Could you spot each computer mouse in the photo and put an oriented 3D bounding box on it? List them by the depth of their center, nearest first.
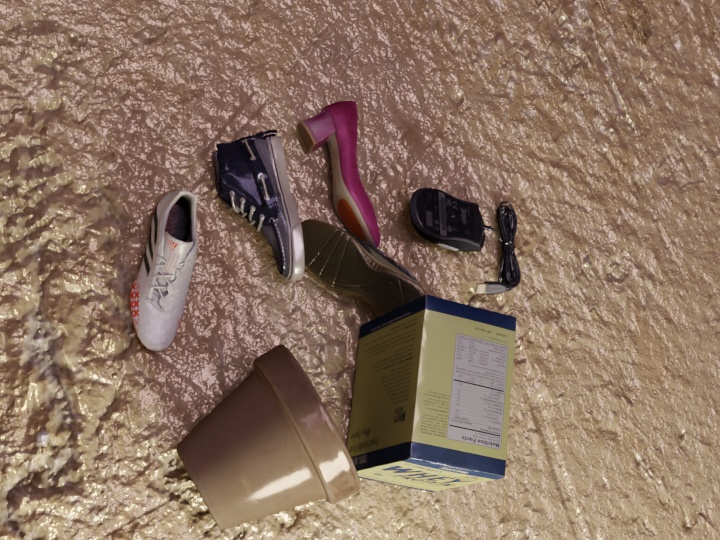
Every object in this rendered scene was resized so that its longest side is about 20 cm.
[{"bbox_3d":[0.140,-0.034,1.787,0.198,0.046,0.143,7,70,-36],"label":"computer mouse"}]

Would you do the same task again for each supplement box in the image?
[{"bbox_3d":[0.086,0.161,1.622,0.132,0.200,0.203,14,71,-21],"label":"supplement box"}]

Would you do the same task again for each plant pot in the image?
[{"bbox_3d":[-0.119,0.218,1.533,0.173,0.200,0.202,-30,91,-11],"label":"plant pot"}]

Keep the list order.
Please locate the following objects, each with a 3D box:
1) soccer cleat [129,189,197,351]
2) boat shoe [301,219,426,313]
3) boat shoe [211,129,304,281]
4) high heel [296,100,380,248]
[{"bbox_3d":[-0.236,-0.004,1.573,0.068,0.085,0.203,16,71,-21],"label":"soccer cleat"},{"bbox_3d":[0.001,-0.001,1.700,0.199,0.066,0.072,31,98,4],"label":"boat shoe"},{"bbox_3d":[-0.134,-0.079,1.656,0.091,0.075,0.203,-8,74,-19],"label":"boat shoe"},{"bbox_3d":[-0.002,-0.132,1.733,0.095,0.067,0.202,-27,80,-26],"label":"high heel"}]
